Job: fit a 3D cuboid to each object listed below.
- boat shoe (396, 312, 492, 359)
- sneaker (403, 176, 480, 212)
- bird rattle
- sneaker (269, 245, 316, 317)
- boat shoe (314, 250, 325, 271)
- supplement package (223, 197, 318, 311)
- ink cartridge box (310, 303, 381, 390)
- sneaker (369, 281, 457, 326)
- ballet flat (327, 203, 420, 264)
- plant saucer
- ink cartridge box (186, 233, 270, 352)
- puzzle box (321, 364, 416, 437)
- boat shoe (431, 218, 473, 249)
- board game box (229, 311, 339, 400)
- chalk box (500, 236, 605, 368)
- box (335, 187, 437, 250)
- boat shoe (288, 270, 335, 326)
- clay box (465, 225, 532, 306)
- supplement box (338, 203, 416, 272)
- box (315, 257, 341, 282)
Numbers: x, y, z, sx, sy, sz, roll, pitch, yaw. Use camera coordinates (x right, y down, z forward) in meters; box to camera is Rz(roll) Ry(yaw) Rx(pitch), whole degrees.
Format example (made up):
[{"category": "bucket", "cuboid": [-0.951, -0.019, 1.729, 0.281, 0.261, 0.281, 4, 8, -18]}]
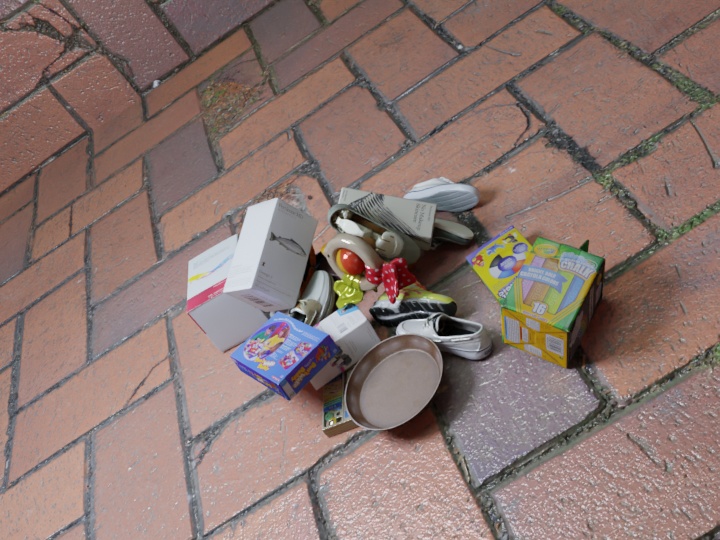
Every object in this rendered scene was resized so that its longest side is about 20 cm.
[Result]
[{"category": "boat shoe", "cuboid": [0.146, 0.111, 1.607, 0.199, 0.066, 0.072, 13, 46, 40]}, {"category": "sneaker", "cuboid": [0.178, -0.173, 1.917, 0.198, 0.073, 0.071, -1, 51, 41]}, {"category": "bird rattle", "cuboid": [0.000, 0.000, 1.691, 0.113, 0.163, 0.199, -48, 16, -23]}, {"category": "sneaker", "cuboid": [-0.155, 0.022, 1.913, 0.091, 0.076, 0.202, 1, 76, 24]}, {"category": "boat shoe", "cuboid": [-0.123, -0.006, 1.989, 0.199, 0.069, 0.084, -34, 35, 4]}, {"category": "supplement package", "cuboid": [-0.186, -0.030, 1.840, 0.117, 0.116, 0.202, -10, 60, 51]}, {"category": "ink cartridge box", "cuboid": [-0.068, 0.157, 1.729, 0.199, 0.068, 0.115, -34, 22, -4]}, {"category": "sneaker", "cuboid": [0.108, 0.055, 1.715, 0.198, 0.078, 0.091, 0, 47, 41]}, {"category": "ballet flat", "cuboid": [0.023, -0.063, 1.709, 0.068, 0.199, 0.064, -61, 1, 13]}, {"category": "plant saucer", "cuboid": [0.064, 0.204, 1.573, 0.199, 0.035, 0.202, -22, 42, 21]}, {"category": "ink cartridge box", "cuboid": [-0.299, 0.048, 2.012, 0.144, 0.146, 0.201, -28, 36, 11]}, {"category": "puzzle box", "cuboid": [0.018, 0.222, 1.646, 0.198, 0.025, 0.134, -24, 36, 18]}, {"category": "boat shoe", "cuboid": [0.157, -0.077, 1.856, 0.199, 0.072, 0.063, 22, 107, 43]}, {"category": "board game box", "cuboid": [-0.147, 0.158, 1.677, 0.134, 0.045, 0.199, -43, 30, -19]}, {"category": "chalk box", "cuboid": [0.331, 0.034, 1.477, 0.123, 0.125, 0.201, 20, 61, 24]}, {"category": "box", "cuboid": [0.051, -0.104, 1.779, 0.197, 0.069, 0.083, 9, 69, 4]}, {"category": "boat shoe", "cuboid": [-0.109, 0.088, 1.819, 0.074, 0.068, 0.202, -8, 61, 47]}, {"category": "clay box", "cuboid": [0.287, 0.006, 1.640, 0.114, 0.048, 0.200, -35, 34, 2]}, {"category": "supplement box", "cuboid": [0.029, -0.067, 1.837, 0.069, 0.067, 0.200, -39, 71, -16]}, {"category": "box", "cuboid": [0.003, -0.043, 1.922, 0.100, 0.075, 0.201, 11, 55, 46]}]
